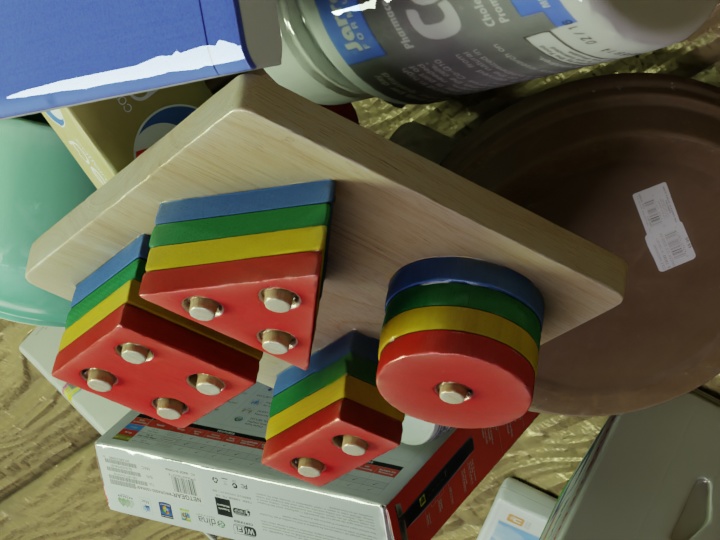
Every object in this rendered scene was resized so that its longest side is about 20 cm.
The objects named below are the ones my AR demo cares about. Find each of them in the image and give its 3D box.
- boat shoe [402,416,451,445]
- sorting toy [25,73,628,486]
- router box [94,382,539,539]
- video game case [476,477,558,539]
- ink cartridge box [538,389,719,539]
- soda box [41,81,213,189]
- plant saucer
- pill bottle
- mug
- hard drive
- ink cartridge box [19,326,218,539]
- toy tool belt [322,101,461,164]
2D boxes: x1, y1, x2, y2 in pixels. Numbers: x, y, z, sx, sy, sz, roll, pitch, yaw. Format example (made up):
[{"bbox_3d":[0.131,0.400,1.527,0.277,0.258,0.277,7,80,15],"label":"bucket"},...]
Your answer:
[{"bbox_3d":[0.000,0.000,1.219,0.200,0.066,0.072,51,138,11],"label":"boat shoe"},{"bbox_3d":[-0.022,0.022,0.971,0.200,0.070,0.199,25,147,-25],"label":"sorting toy"},{"bbox_3d":[-0.021,0.090,1.283,0.200,0.179,0.049,9,123,32],"label":"router box"},{"bbox_3d":[0.162,0.224,1.518,0.182,0.022,0.200,25,152,6],"label":"video game case"},{"bbox_3d":[0.151,0.167,1.300,0.087,0.145,0.200,27,153,3],"label":"ink cartridge box"},{"bbox_3d":[-0.113,-0.079,1.066,0.200,0.064,0.068,55,166,-12],"label":"soda box"},{"bbox_3d":[0.119,-0.003,1.050,0.200,0.029,0.200,-4,127,-6],"label":"plant saucer"},{"bbox_3d":[0.045,-0.132,0.930,0.200,0.114,0.114,-10,135,48],"label":"pill bottle"},{"bbox_3d":[-0.179,-0.040,1.197,0.185,0.115,0.152,19,-164,31],"label":"mug"},{"bbox_3d":[-0.122,-0.138,0.937,0.200,0.025,0.132,-6,96,42],"label":"hard drive"},{"bbox_3d":[-0.128,0.096,1.424,0.115,0.068,0.200,49,171,-36],"label":"ink cartridge box"},{"bbox_3d":[0.023,-0.014,1.134,0.200,0.125,0.123,27,148,-12],"label":"toy tool belt"}]
